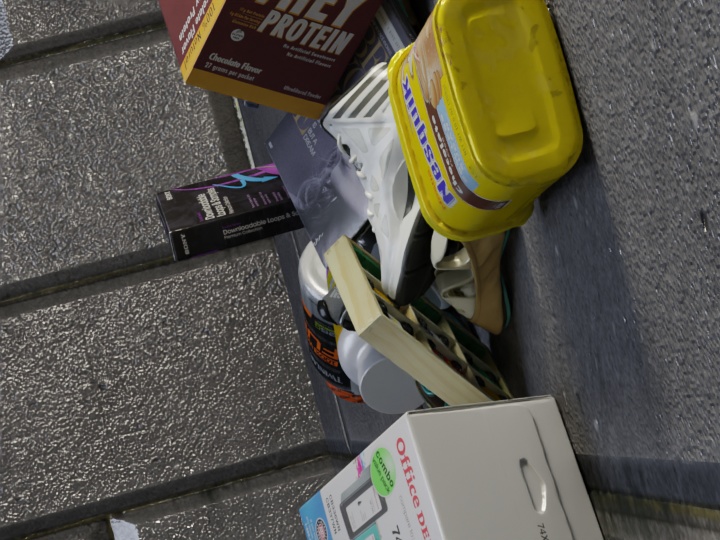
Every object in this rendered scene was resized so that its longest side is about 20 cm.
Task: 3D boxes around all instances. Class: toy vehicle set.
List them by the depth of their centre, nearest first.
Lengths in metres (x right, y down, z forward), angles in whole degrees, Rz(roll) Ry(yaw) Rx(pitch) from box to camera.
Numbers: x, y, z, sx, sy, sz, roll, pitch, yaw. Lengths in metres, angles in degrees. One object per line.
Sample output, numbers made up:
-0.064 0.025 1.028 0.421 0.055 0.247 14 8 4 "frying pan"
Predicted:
0.057 0.061 1.654 0.200 0.027 0.124 38 -164 -34 "toy vehicle set"

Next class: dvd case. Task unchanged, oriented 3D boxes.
-0.003 -0.121 1.669 0.200 0.016 0.149 -50 52 34 "dvd case"

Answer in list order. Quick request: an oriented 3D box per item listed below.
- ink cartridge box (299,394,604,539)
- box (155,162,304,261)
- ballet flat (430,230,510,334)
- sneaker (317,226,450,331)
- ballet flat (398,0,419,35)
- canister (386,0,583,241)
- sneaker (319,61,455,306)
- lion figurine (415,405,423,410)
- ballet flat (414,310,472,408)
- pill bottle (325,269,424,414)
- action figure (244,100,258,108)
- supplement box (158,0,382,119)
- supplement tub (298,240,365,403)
0.071 0.210 1.533 0.200 0.145 0.147 -47 53 50 "ink cartridge box"
-0.096 -0.068 1.881 0.143 0.199 0.036 -125 20 -69 "box"
0.086 -0.009 1.572 0.200 0.063 0.069 85 166 -55 "ballet flat"
0.000 0.000 1.770 0.200 0.115 0.075 49 -167 -45 "sneaker"
0.027 -0.163 1.736 0.072 0.068 0.201 53 150 38 "ballet flat"
0.082 -0.108 1.316 0.200 0.086 0.149 129 125 -80 "canister"
0.022 -0.077 1.583 0.115 0.076 0.202 24 118 28 "sneaker"
0.100 0.193 1.897 0.123 0.072 0.201 46 -152 -37 "lion figurine"
0.096 0.122 1.784 0.200 0.070 0.071 -112 10 -48 "ballet flat"
0.024 0.051 1.925 0.200 0.104 0.105 -99 0 -53 "pill bottle"
-0.065 -0.266 2.118 0.194 0.104 0.201 -114 35 -77 "action figure"
-0.074 -0.278 1.673 0.198 0.132 0.200 -60 33 29 "supplement box"
-0.002 0.052 2.160 0.201 0.122 0.123 83 169 -50 "supplement tub"
